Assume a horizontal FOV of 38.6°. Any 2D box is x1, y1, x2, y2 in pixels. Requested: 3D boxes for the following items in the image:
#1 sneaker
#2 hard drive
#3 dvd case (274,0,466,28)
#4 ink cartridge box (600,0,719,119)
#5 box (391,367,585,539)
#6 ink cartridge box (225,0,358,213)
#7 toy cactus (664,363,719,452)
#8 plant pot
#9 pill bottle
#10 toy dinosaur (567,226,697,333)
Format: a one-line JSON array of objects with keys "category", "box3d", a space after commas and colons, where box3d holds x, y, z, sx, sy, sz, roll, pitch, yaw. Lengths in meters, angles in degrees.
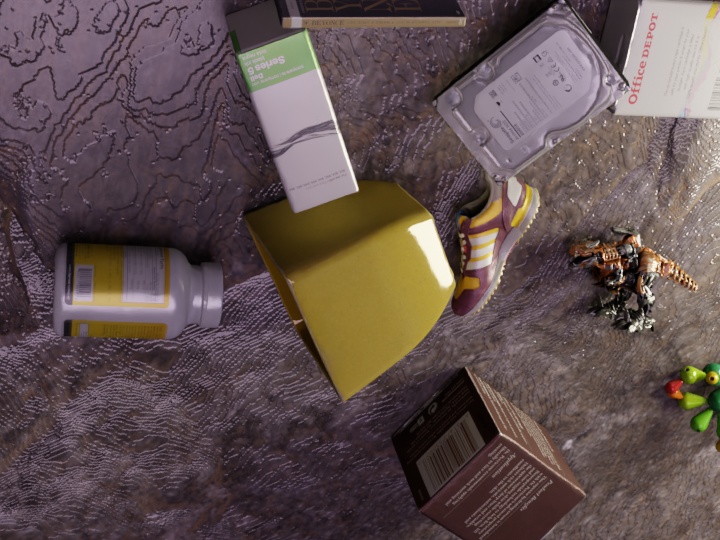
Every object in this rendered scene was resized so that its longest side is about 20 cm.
[{"category": "sneaker", "box3d": [0.153, -0.037, 1.361, 0.089, 0.075, 0.201, 23, 105, -16]}, {"category": "hard drive", "box3d": [0.204, -0.214, 1.244, 0.199, 0.038, 0.140, -35, 103, 24]}, {"category": "dvd case", "box3d": [0.001, -0.308, 1.122, 0.198, 0.149, 0.016, -4, 133, -12]}, {"category": "ink cartridge box", "box3d": [0.404, -0.272, 1.281, 0.198, 0.086, 0.149, 2, 118, -13]}, {"category": "box", "box3d": [0.181, 0.284, 1.485, 0.200, 0.165, 0.166, 38, 103, -29]}, {"category": "ink cartridge box", "box3d": [-0.078, -0.189, 1.168, 0.083, 0.146, 0.201, -19, 121, -1]}, {"category": "toy cactus", "box3d": [0.568, 0.184, 1.581, 0.200, 0.102, 0.165, 39, 94, -20]}, {"category": "plant pot", "box3d": [0.000, 0.000, 1.275, 0.199, 0.194, 0.197, -27, 122, -9]}, {"category": "pill bottle", "box3d": [-0.272, 0.027, 1.258, 0.198, 0.112, 0.113, 3, 118, -16]}, {"category": "toy dinosaur", "box3d": [0.380, 0.012, 1.433, 0.198, 0.102, 0.137, 12, 99, 3]}]
